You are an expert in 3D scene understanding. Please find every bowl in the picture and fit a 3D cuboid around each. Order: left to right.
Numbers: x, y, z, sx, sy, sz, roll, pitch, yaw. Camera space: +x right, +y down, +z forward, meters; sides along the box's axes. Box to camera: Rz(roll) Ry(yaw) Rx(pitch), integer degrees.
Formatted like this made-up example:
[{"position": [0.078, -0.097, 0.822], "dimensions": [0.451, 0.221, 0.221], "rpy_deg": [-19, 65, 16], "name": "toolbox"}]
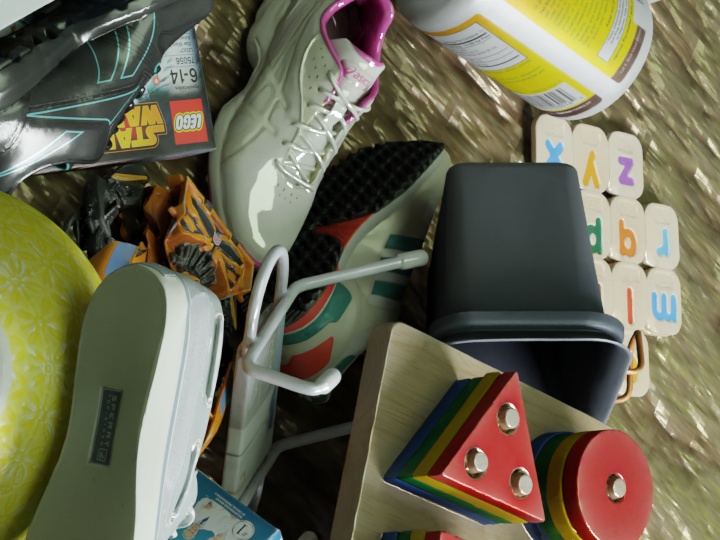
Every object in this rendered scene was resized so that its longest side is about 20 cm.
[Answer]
[{"position": [-0.213, 0.049, 1.013], "dimensions": [0.199, 0.108, 0.201], "rpy_deg": [1, 85, -6], "name": "bowl"}]

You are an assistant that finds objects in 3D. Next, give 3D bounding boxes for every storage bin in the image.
[{"position": [0.100, 0.025, 1.322], "dimensions": [0.145, 0.200, 0.135], "rpy_deg": [0, 64, -3], "name": "storage bin"}]

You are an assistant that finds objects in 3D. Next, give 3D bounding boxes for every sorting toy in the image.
[{"position": [0.081, 0.152, 1.185], "dimensions": [0.200, 0.069, 0.199], "rpy_deg": [27, 66, -37], "name": "sorting toy"}]

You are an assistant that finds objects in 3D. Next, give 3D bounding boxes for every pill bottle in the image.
[{"position": [0.098, -0.189, 1.424], "dimensions": [0.200, 0.109, 0.110], "rpy_deg": [29, 63, -38], "name": "pill bottle"}]

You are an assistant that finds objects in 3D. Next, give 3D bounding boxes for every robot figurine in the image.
[{"position": [-0.113, 0.028, 1.181], "dimensions": [0.145, 0.058, 0.200], "rpy_deg": [53, 32, -29], "name": "robot figurine"}]

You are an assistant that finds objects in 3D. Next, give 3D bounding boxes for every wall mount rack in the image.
[{"position": [-0.024, 0.071, 1.233], "dimensions": [0.174, 0.074, 0.201], "rpy_deg": [-56, 158, -57], "name": "wall mount rack"}]

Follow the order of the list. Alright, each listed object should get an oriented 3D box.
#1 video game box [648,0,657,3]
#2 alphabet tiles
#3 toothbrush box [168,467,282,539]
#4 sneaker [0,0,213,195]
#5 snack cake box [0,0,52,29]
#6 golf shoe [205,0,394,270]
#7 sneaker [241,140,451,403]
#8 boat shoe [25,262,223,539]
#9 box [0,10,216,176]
[{"position": [0.183, -0.263, 1.469], "dimensions": [0.200, 0.182, 0.047], "rpy_deg": [33, 61, -36], "name": "video game box"}, {"position": [0.163, -0.009, 1.521], "dimensions": [0.200, 0.015, 0.196], "rpy_deg": [8, 77, -43], "name": "alphabet tiles"}, {"position": [-0.125, 0.215, 1.076], "dimensions": [0.200, 0.085, 0.147], "rpy_deg": [-46, 150, -23], "name": "toothbrush box"}, {"position": [-0.155, -0.104, 1.146], "dimensions": [0.200, 0.075, 0.080], "rpy_deg": [-34, 120, -35], "name": "sneaker"}, {"position": [-0.186, -0.198, 1.117], "dimensions": [0.200, 0.067, 0.115], "rpy_deg": [-36, 108, -38], "name": "snack cake box"}, {"position": [-0.035, -0.096, 1.288], "dimensions": [0.075, 0.091, 0.201], "rpy_deg": [32, 60, -38], "name": "golf shoe"}, {"position": [0.000, 0.000, 1.336], "dimensions": [0.200, 0.070, 0.094], "rpy_deg": [-52, 135, -38], "name": "sneaker"}, {"position": [-0.104, 0.098, 1.006], "dimensions": [0.071, 0.070, 0.202], "rpy_deg": [14, 88, -53], "name": "boat shoe"}, {"position": [-0.177, -0.124, 1.193], "dimensions": [0.200, 0.040, 0.137], "rpy_deg": [-11, 91, -45], "name": "box"}]
